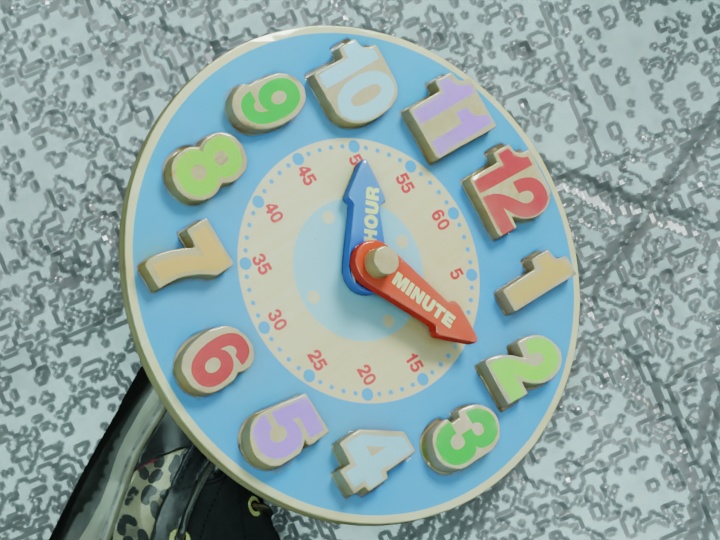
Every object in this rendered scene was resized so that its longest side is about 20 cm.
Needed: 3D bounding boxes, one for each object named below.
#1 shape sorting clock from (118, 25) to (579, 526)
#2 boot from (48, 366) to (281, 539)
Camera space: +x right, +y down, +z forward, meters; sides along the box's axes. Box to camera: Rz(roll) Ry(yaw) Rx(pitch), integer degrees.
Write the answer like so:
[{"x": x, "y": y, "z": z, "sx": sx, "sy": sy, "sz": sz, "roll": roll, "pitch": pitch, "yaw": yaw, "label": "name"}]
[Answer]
[{"x": 0.000, "y": 0.000, "z": 1.137, "sx": 0.200, "sy": 0.039, "sz": 0.200, "roll": 9, "pitch": 72, "yaw": -28, "label": "shape sorting clock"}, {"x": -0.037, "y": 0.109, "z": 1.156, "sx": 0.154, "sy": 0.073, "sz": 0.204, "roll": 29, "pitch": 81, "yaw": -7, "label": "boot"}]
